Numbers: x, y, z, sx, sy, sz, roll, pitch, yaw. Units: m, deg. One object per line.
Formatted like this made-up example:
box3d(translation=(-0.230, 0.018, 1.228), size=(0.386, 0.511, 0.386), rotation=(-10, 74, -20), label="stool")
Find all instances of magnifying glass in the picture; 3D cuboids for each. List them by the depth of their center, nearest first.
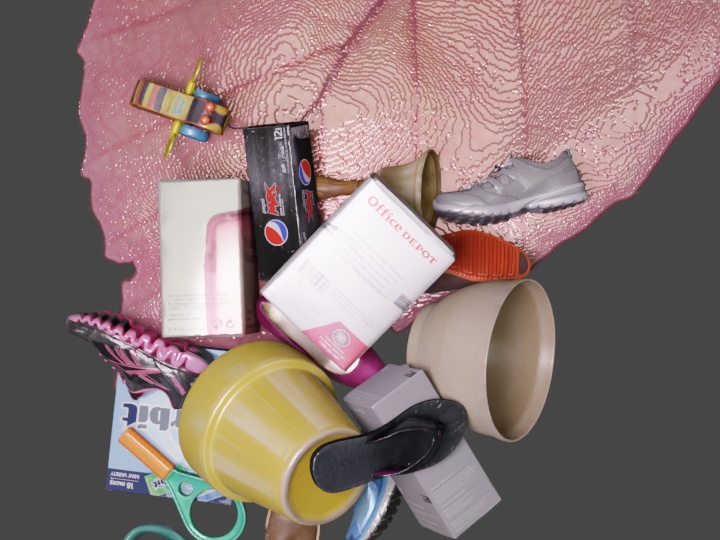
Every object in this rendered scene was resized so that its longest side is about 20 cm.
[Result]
box3d(translation=(-0.231, 0.276, 1.676), size=(0.200, 0.022, 0.080), rotation=(40, 95, 6), label="magnifying glass")

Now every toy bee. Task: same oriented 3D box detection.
box3d(translation=(-0.209, -0.211, 1.683), size=(0.200, 0.109, 0.131), rotation=(-1, 87, 5), label="toy bee")

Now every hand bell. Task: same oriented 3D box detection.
box3d(translation=(-0.004, -0.107, 1.688), size=(0.200, 0.104, 0.104), rotation=(3, 89, 18), label="hand bell")

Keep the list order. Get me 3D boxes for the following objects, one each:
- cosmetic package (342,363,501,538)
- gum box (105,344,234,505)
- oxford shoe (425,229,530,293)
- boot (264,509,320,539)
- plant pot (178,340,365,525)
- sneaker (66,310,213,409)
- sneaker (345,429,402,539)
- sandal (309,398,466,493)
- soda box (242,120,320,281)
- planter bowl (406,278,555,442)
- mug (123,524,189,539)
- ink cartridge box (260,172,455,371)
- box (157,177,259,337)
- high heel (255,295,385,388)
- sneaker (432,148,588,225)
box3d(translation=(0.074, 0.218, 1.591), size=(0.090, 0.107, 0.200), rotation=(-38, 101, -17), label="cosmetic package")
box3d(translation=(-0.239, 0.197, 1.710), size=(0.170, 0.045, 0.200), rotation=(6, 89, 6), label="gum box")
box3d(translation=(0.118, -0.007, 1.674), size=(0.200, 0.073, 0.071), rotation=(6, 59, 5), label="oxford shoe")
box3d(translation=(-0.099, 0.367, 1.681), size=(0.073, 0.075, 0.200), rotation=(13, 89, 7), label="boot")
box3d(translation=(-0.091, 0.211, 1.585), size=(0.189, 0.201, 0.201), rotation=(32, 93, 47), label="plant pot")
box3d(translation=(-0.293, 0.117, 1.664), size=(0.200, 0.079, 0.096), rotation=(23, 101, 8), label="sneaker")
box3d(translation=(0.013, 0.257, 1.682), size=(0.090, 0.078, 0.200), rotation=(14, 81, 15), label="sneaker")
box3d(translation=(0.041, 0.209, 1.498), size=(0.200, 0.048, 0.075), rotation=(-21, 101, -19), label="sandal")
box3d(translation=(-0.098, -0.089, 1.668), size=(0.071, 0.063, 0.200), rotation=(-2, 99, 25), label="soda box")
box3d(translation=(0.142, 0.105, 1.620), size=(0.135, 0.200, 0.201), rotation=(5, 90, 32), label="planter bowl")
box3d(translation=(-0.220, 0.409, 1.647), size=(0.114, 0.152, 0.185), rotation=(-35, 105, 4), label="mug")
box3d(translation=(0.000, 0.000, 1.594), size=(0.147, 0.083, 0.200), rotation=(44, 99, -4), label="ink cartridge box")
box3d(translation=(-0.192, -0.015, 1.668), size=(0.109, 0.128, 0.200), rotation=(-2, 89, 5), label="box")
box3d(translation=(-0.048, 0.094, 1.669), size=(0.200, 0.096, 0.067), rotation=(40, 92, 4), label="high heel")
box3d(translation=(0.188, -0.108, 1.671), size=(0.200, 0.075, 0.082), rotation=(-9, 82, -7), label="sneaker")
